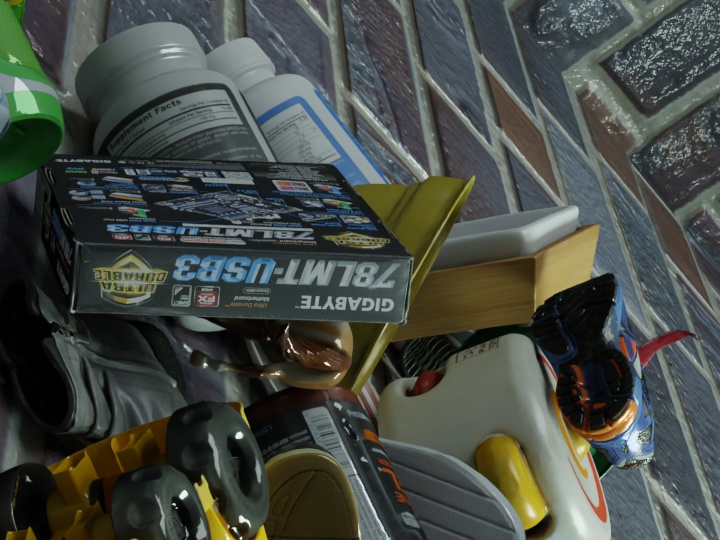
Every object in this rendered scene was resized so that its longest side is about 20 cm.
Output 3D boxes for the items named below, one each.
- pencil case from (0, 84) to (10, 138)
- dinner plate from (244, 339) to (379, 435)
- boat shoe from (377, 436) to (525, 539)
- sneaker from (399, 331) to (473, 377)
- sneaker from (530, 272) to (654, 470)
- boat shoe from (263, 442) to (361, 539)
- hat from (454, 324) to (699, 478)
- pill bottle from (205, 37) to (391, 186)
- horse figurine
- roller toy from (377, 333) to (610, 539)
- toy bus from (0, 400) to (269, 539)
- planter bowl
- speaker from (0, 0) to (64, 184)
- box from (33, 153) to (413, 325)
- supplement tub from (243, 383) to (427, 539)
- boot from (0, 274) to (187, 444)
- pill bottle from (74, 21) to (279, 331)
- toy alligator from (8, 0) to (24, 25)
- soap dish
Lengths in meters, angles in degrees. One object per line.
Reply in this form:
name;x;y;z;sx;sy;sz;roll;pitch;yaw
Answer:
pencil case;-0.278;-0.145;1.157;0.200;0.091;0.083;60;-3;13
dinner plate;-0.034;0.088;1.507;0.200;0.024;0.200;48;18;-21
boat shoe;0.024;0.143;1.348;0.200;0.072;0.071;26;1;21
sneaker;0.121;0.126;1.776;0.200;0.075;0.106;55;17;4
sneaker;0.177;0.076;1.510;0.078;0.075;0.200;59;18;-31
boat shoe;-0.039;0.175;1.106;0.065;0.073;0.200;-110;-158;-62
hat;0.140;0.085;1.617;0.166;0.200;0.176;46;-4;18
pill bottle;-0.058;-0.085;1.612;0.200;0.112;0.112;53;15;14
horse figurine;-0.055;0.035;1.260;0.132;0.050;0.200;11;9;-23
roller toy;0.106;0.145;1.521;0.200;0.140;0.182;53;17;-51
toy bus;-0.104;0.180;0.970;0.200;0.136;0.192;-50;121;-72
planter bowl;0.000;0.000;1.475;0.083;0.200;0.200;29;16;4
speaker;-0.254;-0.151;1.249;0.200;0.088;0.088;61;17;21
box;-0.089;-0.022;1.227;0.200;0.050;0.199;1;19;-16
supplement tub;-0.012;0.175;1.244;0.107;0.107;0.200;28;32;-58
boot;-0.133;0.096;1.146;0.200;0.070;0.132;50;13;29
pill bottle;-0.117;-0.068;1.415;0.200;0.116;0.116;62;17;23
toy alligator;-0.257;-0.193;1.391;0.054;0.059;0.200;7;31;-10
soap dish;0.085;0.006;1.691;0.157;0.200;0.081;-23;103;-63
